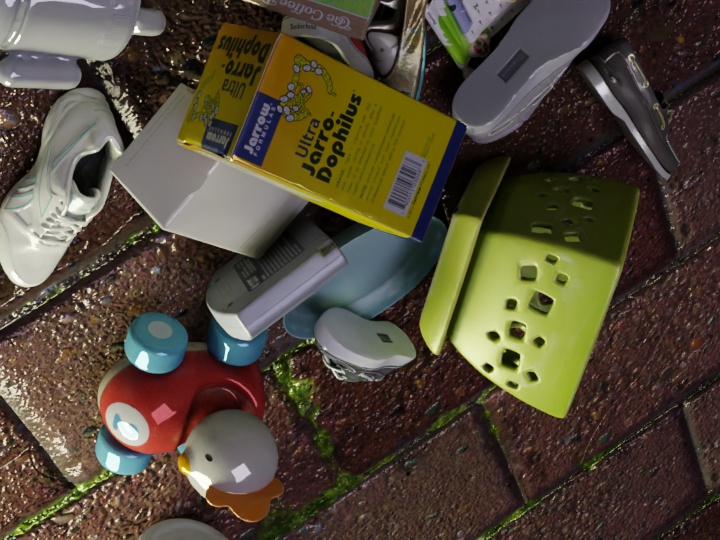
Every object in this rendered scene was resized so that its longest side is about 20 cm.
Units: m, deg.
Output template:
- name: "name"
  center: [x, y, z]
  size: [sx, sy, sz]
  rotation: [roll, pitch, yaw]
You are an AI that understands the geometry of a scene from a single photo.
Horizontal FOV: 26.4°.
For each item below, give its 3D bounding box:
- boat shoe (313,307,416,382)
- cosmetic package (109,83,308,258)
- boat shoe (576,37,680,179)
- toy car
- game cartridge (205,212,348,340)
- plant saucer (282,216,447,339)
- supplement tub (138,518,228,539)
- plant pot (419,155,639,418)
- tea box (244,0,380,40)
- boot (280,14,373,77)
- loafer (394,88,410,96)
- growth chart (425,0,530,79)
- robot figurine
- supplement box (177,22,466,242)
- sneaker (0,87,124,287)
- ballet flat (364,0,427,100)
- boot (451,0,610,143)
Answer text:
- name: "boat shoe"
  center: [-0.008, 0.089, 1.656]
  size: [0.068, 0.072, 0.200]
  rotation: [-41, 162, 15]
- name: "cosmetic package"
  center: [-0.126, -0.086, 1.408]
  size: [0.108, 0.085, 0.200]
  rotation: [-48, 158, 8]
- name: "boat shoe"
  center: [0.308, -0.175, 1.681]
  size: [0.060, 0.072, 0.202]
  rotation: [-40, 132, 7]
- name: "toy car"
  center: [-0.156, 0.170, 1.538]
  size: [0.176, 0.200, 0.185]
  rotation: [-4, 134, -30]
- name: "game cartridge"
  center: [-0.087, 0.006, 1.483]
  size: [0.133, 0.200, 0.041]
  rotation: [-33, 105, -3]
- name: "plant saucer"
  center: [0.000, 0.000, 1.608]
  size: [0.199, 0.028, 0.201]
  rotation: [-27, 155, -14]
- name: "supplement tub"
  center: [-0.218, 0.393, 1.741]
  size: [0.122, 0.123, 0.201]
  rotation: [1, 123, -33]
- name: "plant pot"
  center: [0.174, 0.003, 1.623]
  size: [0.180, 0.199, 0.201]
  rotation: [20, 120, 6]
- name: "tea box"
  center: [-0.053, -0.322, 1.212]
  size: [0.199, 0.134, 0.198]
  rotation: [18, 130, 2]
- name: "boot"
  center: [-0.024, -0.248, 1.414]
  size: [0.072, 0.146, 0.200]
  rotation: [2, 168, 10]
- name: "loafer"
  center: [0.017, -0.126, 1.470]
  size: [0.200, 0.069, 0.070]
  rotation: [61, 45, -83]
- name: "growth chart"
  center: [0.140, -0.300, 1.515]
  size: [0.200, 0.018, 0.145]
  rotation: [-45, 134, 4]
- name: "robot figurine"
  center: [-0.255, -0.233, 1.243]
  size: [0.199, 0.113, 0.171]
  rotation: [0, 96, -33]
- name: "supplement box"
  center: [-0.031, -0.114, 1.275]
  size: [0.199, 0.109, 0.110]
  rotation: [22, 90, -33]
- name: "sneaker"
  center: [-0.273, -0.063, 1.387]
  size: [0.070, 0.080, 0.201]
  rotation: [8, 120, -38]
- name: "ballet flat"
  center: [0.033, -0.246, 1.455]
  size: [0.070, 0.071, 0.201]
  rotation: [-7, 122, -29]
- name: "boot"
  center: [0.174, -0.212, 1.567]
  size: [0.200, 0.074, 0.096]
  rotation: [-41, 168, 4]
